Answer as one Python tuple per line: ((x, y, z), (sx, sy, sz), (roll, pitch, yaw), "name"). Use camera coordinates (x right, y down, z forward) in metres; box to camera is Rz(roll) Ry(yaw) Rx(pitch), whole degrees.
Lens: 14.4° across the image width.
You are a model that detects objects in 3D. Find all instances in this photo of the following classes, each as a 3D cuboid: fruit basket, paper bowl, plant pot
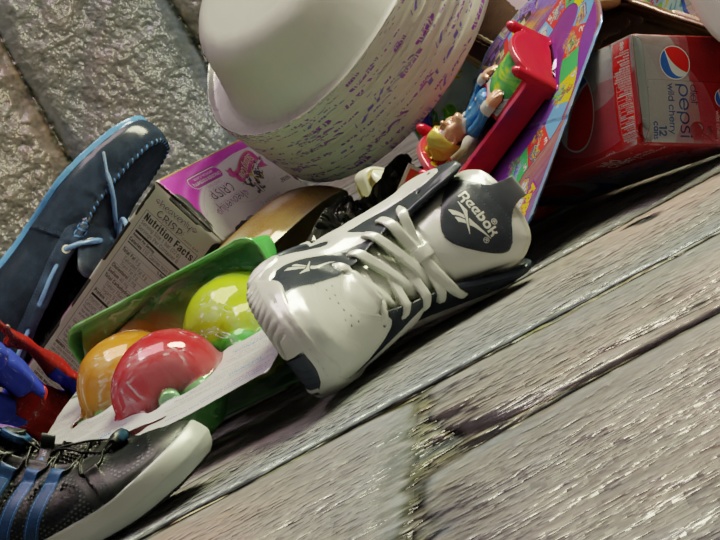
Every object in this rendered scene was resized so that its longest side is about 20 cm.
((-0.098, 0.062, 1.566), (0.185, 0.094, 0.200), (-28, 17, 19), "fruit basket")
((-0.020, -0.164, 1.743), (0.200, 0.104, 0.201), (-37, 35, 32), "paper bowl")
((-0.084, 0.018, 1.763), (0.200, 0.027, 0.200), (-48, -7, -8), "plant pot")

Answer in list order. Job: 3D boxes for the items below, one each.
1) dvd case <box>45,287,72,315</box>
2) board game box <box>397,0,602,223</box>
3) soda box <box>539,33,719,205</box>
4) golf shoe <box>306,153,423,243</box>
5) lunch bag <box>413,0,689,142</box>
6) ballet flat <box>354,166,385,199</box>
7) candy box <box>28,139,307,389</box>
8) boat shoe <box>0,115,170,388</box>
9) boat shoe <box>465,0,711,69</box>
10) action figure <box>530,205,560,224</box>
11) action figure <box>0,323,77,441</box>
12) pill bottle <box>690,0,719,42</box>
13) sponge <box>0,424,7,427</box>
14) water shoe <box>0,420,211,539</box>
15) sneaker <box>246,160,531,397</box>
((-0.144, 0.010, 2.006), (0.150, 0.025, 0.200), (-33, -8, -5), "dvd case")
((0.068, -0.084, 1.624), (0.158, 0.039, 0.201), (-11, 57, 67), "board game box")
((0.138, -0.083, 1.635), (0.070, 0.064, 0.200), (0, -8, -24), "soda box")
((0.000, 0.000, 1.738), (0.095, 0.078, 0.200), (-46, -4, 23), "golf shoe")
((0.120, -0.144, 1.860), (0.199, 0.128, 0.170), (-29, -19, 2), "lunch bag")
((0.000, -0.034, 2.035), (0.200, 0.067, 0.067), (-30, 3, -16), "ballet flat")
((-0.131, 0.017, 1.831), (0.200, 0.061, 0.136), (-52, -9, 26), "candy box")
((-0.183, -0.006, 1.877), (0.200, 0.069, 0.084), (-54, -23, 3), "boat shoe")
((0.140, -0.144, 1.718), (0.072, 0.199, 0.072), (-61, -25, -19), "boat shoe")
((0.115, -0.071, 1.763), (0.200, 0.066, 0.052), (-30, -12, -26), "action figure")
((-0.205, 0.071, 1.670), (0.066, 0.052, 0.200), (-59, -35, -5), "action figure")
((0.275, -0.182, 1.588), (0.109, 0.110, 0.200), (-24, -6, 42), "pill bottle")
((-0.204, 0.098, 2.056), (0.200, 0.030, 0.112), (-28, 3, 20), "sponge")
((-0.170, 0.109, 1.410), (0.199, 0.079, 0.072), (-27, 5, 15), "water shoe")
((0.025, -0.006, 1.483), (0.129, 0.080, 0.199), (-36, -8, 18), "sneaker")
